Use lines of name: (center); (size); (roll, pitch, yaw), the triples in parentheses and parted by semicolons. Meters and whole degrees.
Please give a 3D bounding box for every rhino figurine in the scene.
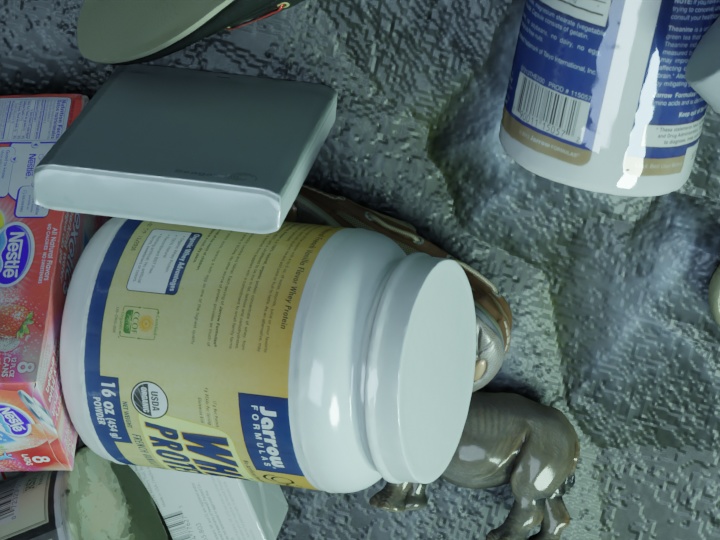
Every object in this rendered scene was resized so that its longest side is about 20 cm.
rhino figurine: (0.035, 0.100, 1.708); (0.199, 0.060, 0.088); (18, 92, 3)

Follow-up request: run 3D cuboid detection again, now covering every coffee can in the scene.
coffee can: (-0.216, 0.202, 1.665); (0.199, 0.146, 0.147); (-22, 105, 16)

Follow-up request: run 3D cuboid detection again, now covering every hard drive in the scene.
hard drive: (-0.092, -0.070, 1.592); (0.131, 0.200, 0.026); (7, 110, 6)

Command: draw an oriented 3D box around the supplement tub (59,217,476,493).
supplement tub: (-0.049, 0.044, 1.588); (0.199, 0.144, 0.145); (6, 111, 22)

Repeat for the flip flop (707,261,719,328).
flip flop: (0.283, -0.017, 1.630); (0.199, 0.058, 0.081); (-31, 103, 18)

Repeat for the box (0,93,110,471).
box: (-0.204, 0.006, 1.631); (0.102, 0.201, 0.095); (-2, 145, 9)

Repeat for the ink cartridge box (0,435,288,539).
ink cartridge box: (-0.159, 0.135, 1.747); (0.199, 0.068, 0.116); (-18, 107, 14)

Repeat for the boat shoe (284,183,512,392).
boat shoe: (0.000, 0.000, 1.675); (0.200, 0.072, 0.076); (34, 121, 7)

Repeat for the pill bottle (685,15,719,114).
pill bottle: (0.268, -0.063, 1.526); (0.200, 0.112, 0.112); (41, 111, -13)

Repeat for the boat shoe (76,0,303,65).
boat shoe: (-0.074, -0.164, 1.623); (0.201, 0.063, 0.074); (-27, 60, 30)

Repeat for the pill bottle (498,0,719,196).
pill bottle: (0.146, -0.151, 1.574); (0.110, 0.111, 0.201); (13, 111, 4)
